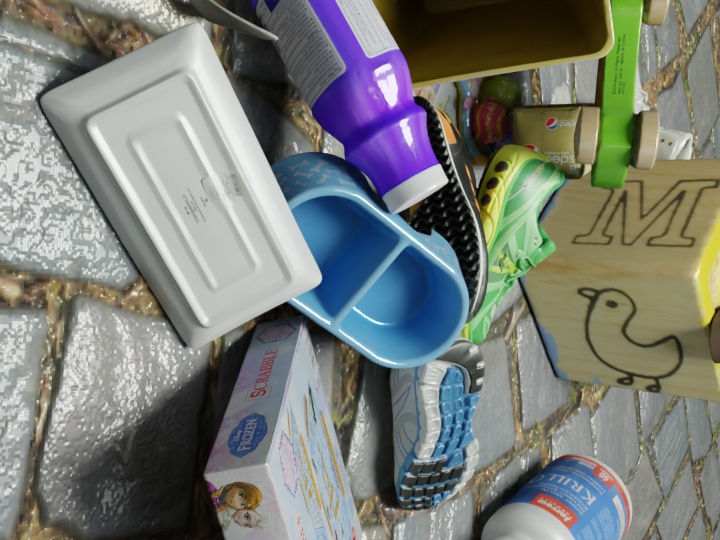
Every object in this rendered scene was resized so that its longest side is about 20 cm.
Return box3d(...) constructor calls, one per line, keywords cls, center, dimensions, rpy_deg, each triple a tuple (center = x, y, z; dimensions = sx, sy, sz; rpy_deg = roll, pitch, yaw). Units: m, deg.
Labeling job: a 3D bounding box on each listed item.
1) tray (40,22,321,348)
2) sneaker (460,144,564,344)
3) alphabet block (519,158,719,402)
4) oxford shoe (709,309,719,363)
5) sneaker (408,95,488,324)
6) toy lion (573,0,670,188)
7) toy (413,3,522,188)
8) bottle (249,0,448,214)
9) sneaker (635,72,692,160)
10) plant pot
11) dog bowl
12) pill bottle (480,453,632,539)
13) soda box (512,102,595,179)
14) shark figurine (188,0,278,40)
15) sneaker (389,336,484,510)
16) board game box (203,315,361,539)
box3d(cls="tray", center=(-0.105, -0.043, 0.599), dimensions=(0.107, 0.022, 0.201), rpy_deg=(-27, 121, -5))
box3d(cls="sneaker", center=(0.134, -0.013, 0.862), dimensions=(0.074, 0.083, 0.201), rpy_deg=(-90, -166, -64))
box3d(cls="alphabet block", center=(0.320, 0.004, 1.047), dimensions=(0.197, 0.199, 0.196), rpy_deg=(-54, 131, -34))
box3d(cls="oxford shoe", center=(0.423, 0.041, 0.968), dimensions=(0.200, 0.071, 0.072), rpy_deg=(-39, 121, -45))
box3d(cls="sneaker", center=(0.080, -0.049, 0.812), dimensions=(0.090, 0.070, 0.201), rpy_deg=(11, 62, -57))
box3d(cls="toy lion", center=(0.228, -0.166, 0.844), dimensions=(0.192, 0.068, 0.201), rpy_deg=(51, 45, -75))
box3d(cls="toy", center=(0.123, -0.158, 0.907), dimensions=(0.200, 0.047, 0.116), rpy_deg=(43, 62, -44))
box3d(cls="bottle", center=(-0.007, -0.137, 0.661), dimensions=(0.065, 0.084, 0.201), rpy_deg=(-29, 87, -26))
box3d(cls="sneaker", center=(0.348, -0.175, 1.138), dimensions=(0.073, 0.115, 0.201), rpy_deg=(5, 88, -50))
box3d(cls="plant pot", center=(0.087, -0.266, 0.737), dimensions=(0.176, 0.199, 0.201), rpy_deg=(-56, 137, -63))
box3d(cls="dog bowl", center=(0.000, 0.000, 0.695), dimensions=(0.200, 0.050, 0.112), rpy_deg=(37, 99, -27))
box3d(cls="pill bottle", center=(0.195, 0.280, 0.982), dimensions=(0.200, 0.112, 0.113), rpy_deg=(-24, 111, -49))
box3d(cls="soda box", center=(0.200, -0.132, 0.945), dimensions=(0.200, 0.064, 0.068), rpy_deg=(-29, 119, -69))
box3d(cls="shark figurine", center=(-0.102, -0.258, 0.586), dimensions=(0.128, 0.089, 0.216), rpy_deg=(1, 90, -50))
box3d(cls="sneaker", center=(0.058, 0.123, 0.833), dimensions=(0.075, 0.087, 0.201), rpy_deg=(-8, 123, -24))
box3d(cls="board game box", center=(-0.044, 0.163, 0.648), dimensions=(0.200, 0.041, 0.201), rpy_deg=(-82, 160, -69))
